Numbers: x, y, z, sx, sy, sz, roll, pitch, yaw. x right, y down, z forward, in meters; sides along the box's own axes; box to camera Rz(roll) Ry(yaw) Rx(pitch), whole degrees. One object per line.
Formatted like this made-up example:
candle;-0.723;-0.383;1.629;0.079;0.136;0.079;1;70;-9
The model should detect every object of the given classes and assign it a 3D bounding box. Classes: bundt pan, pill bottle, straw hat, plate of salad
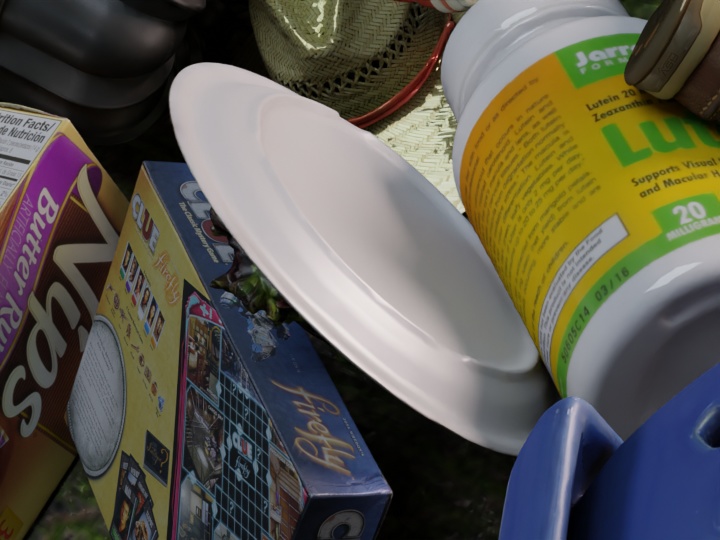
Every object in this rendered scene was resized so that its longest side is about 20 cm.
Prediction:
bundt pan;-0.089;-0.140;1.079;0.076;0.202;0.202;35;71;4
pill bottle;0.100;-0.027;0.906;0.111;0.111;0.200;-30;44;5
straw hat;-0.007;-0.109;1.059;0.200;0.085;0.202;-16;47;18
plate of salad;0.000;0.000;0.893;0.048;0.200;0.200;-45;40;20

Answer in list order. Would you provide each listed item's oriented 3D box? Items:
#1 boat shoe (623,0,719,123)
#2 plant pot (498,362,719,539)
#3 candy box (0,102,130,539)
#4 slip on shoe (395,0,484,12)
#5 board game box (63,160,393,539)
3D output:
boat shoe;0.160;-0.115;0.903;0.067;0.072;0.200;31;43;0
plant pot;0.143;0.137;0.688;0.179;0.200;0.201;-15;47;29
candy box;-0.165;0.043;1.000;0.056;0.117;0.200;14;61;38
slip on shoe;0.055;-0.160;1.028;0.061;0.074;0.200;5;25;27
board game box;-0.057;0.070;0.912;0.034;0.136;0.200;2;36;-27
